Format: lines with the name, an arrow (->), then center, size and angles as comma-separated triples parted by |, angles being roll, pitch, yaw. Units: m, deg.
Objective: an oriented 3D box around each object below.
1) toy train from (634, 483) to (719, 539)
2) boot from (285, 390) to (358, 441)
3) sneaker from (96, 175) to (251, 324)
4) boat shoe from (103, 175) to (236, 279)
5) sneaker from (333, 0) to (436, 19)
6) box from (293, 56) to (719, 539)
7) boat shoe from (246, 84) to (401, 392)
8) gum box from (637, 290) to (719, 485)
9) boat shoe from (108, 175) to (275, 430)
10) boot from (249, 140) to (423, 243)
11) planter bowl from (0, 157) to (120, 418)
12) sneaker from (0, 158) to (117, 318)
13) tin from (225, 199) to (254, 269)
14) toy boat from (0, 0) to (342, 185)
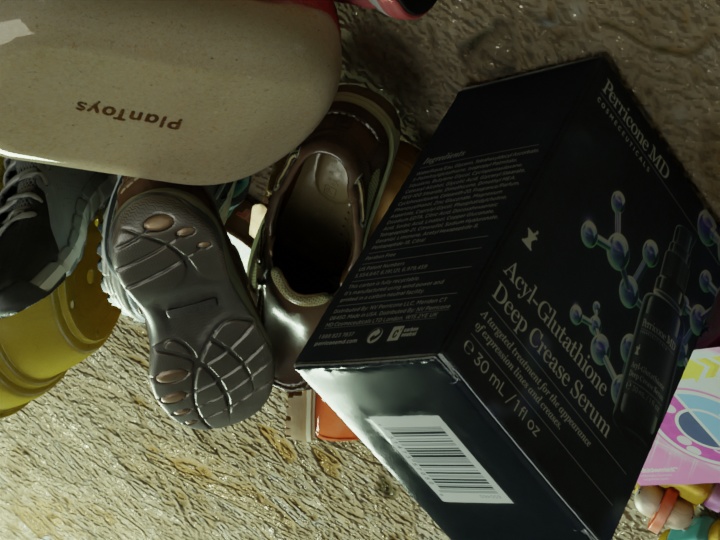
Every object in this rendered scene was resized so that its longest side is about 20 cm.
toy train -> 0.248, 0.176, 1.012 | 0.149, 0.056, 0.201 | 13, 144, 31
boot -> 0.005, 0.048, 1.057 | 0.106, 0.076, 0.201 | 7, 140, 3
sneaker -> -0.116, -0.042, 0.980 | 0.085, 0.078, 0.202 | 14, 128, 14
boat shoe -> -0.104, -0.067, 0.883 | 0.072, 0.071, 0.201 | 38, 117, 12
sneaker -> -0.033, -0.196, 0.714 | 0.086, 0.074, 0.201 | 8, 142, 38
box -> 0.086, 0.018, 0.788 | 0.106, 0.201, 0.149 | -8, 132, 47
boat shoe -> -0.033, -0.004, 0.865 | 0.074, 0.075, 0.204 | 17, 126, 7
gum box -> 0.210, 0.059, 0.864 | 0.114, 0.066, 0.199 | 45, 148, -23
boat shoe -> -0.093, 0.013, 0.867 | 0.075, 0.072, 0.201 | -10, 137, -4
boot -> 0.000, 0.000, 0.947 | 0.143, 0.071, 0.203 | 16, 130, 8
planter bowl -> -0.221, 0.004, 1.087 | 0.083, 0.202, 0.201 | -1, 140, 19
sneaker -> -0.219, -0.063, 0.974 | 0.074, 0.201, 0.116 | -18, 119, 25
tin -> -0.108, 0.004, 1.115 | 0.112, 0.042, 0.200 | 42, 149, -7
toy boat -> -0.107, -0.126, 0.760 | 0.198, 0.132, 0.131 | 8, 146, -23
